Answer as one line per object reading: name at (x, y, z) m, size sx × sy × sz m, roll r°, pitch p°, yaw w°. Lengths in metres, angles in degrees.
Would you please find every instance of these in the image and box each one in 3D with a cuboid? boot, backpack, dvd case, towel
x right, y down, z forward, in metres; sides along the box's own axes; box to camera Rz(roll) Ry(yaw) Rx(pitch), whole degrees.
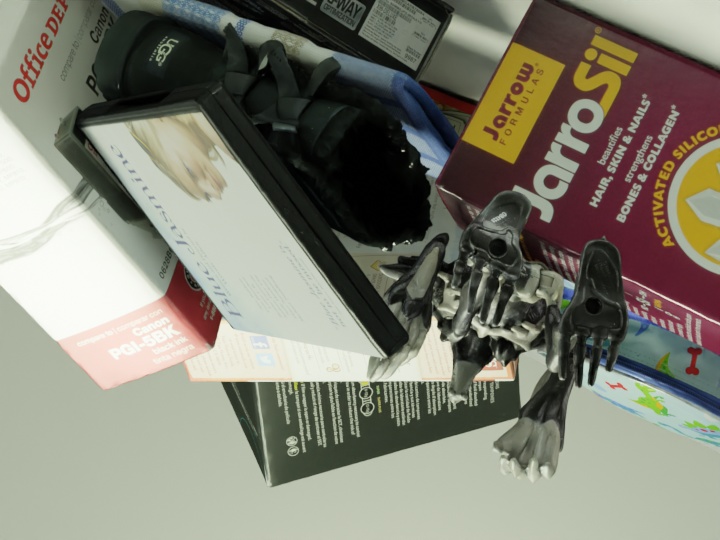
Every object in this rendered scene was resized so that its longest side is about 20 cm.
boot at (-0.033, -0.053, 0.905) m, size 0.162 × 0.074 × 0.198 m, roll 24°, pitch 166°, yaw 33°
backpack at (0.185, 0.012, 0.993) m, size 0.200 × 0.147 × 0.183 m, roll 36°, pitch 168°, yaw -39°
dvd case at (-0.063, -0.023, 0.840) m, size 0.143 × 0.018 × 0.200 m, roll 53°, pitch 163°, yaw -16°
towel at (-0.039, -0.105, 0.942) m, size 0.199 × 0.024 × 0.147 m, roll 22°, pitch 171°, yaw 25°

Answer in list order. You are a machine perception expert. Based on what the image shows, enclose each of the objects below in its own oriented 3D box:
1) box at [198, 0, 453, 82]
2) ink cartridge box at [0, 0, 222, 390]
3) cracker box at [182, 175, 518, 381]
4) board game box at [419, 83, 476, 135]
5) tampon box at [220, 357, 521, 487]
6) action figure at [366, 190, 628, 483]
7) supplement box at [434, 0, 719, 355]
box at (-0.070, -0.168, 0.961) m, size 0.199 × 0.050 × 0.158 m, roll 29°, pitch 176°, yaw -24°
ink cartridge box at (-0.154, -0.058, 0.976) m, size 0.083 × 0.147 × 0.200 m, roll -20°, pitch 127°, yaw 26°
cracker box at (0.000, 0.000, 1.052) m, size 0.199 × 0.134 × 0.058 m, roll -1°, pitch 133°, yaw 17°
board game box at (0.058, -0.087, 1.268) m, size 0.199 × 0.046 × 0.151 m, roll 25°, pitch 175°, yaw 32°
tampon box at (0.000, 0.043, 1.310) m, size 0.199 × 0.127 × 0.150 m, roll -14°, pitch -146°, yaw -13°
action figure at (0.058, 0.031, 0.835) m, size 0.118 × 0.102 × 0.200 m, roll 28°, pitch 167°, yaw 0°
supplement box at (0.151, -0.036, 0.856) m, size 0.199 × 0.111 × 0.086 m, roll 27°, pitch 175°, yaw 15°
